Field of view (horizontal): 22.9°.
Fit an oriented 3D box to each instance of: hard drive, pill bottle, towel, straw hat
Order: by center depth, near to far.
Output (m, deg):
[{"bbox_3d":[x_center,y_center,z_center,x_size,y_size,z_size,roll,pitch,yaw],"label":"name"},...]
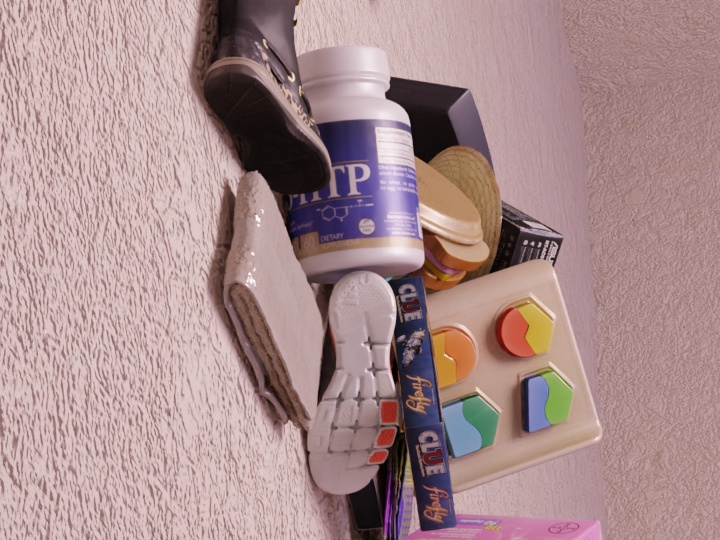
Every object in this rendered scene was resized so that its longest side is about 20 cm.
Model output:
[{"bbox_3d":[-0.072,0.029,1.465,0.133,0.034,0.200,-87,164,-44],"label":"towel"},{"bbox_3d":[-0.011,-0.095,1.605,0.120,0.120,0.200,26,57,-74],"label":"pill bottle"},{"bbox_3d":[0.039,0.256,1.729,0.144,0.023,0.200,58,36,-75],"label":"towel"},{"bbox_3d":[0.058,-0.044,1.906,0.085,0.201,0.201,9,68,-32],"label":"straw hat"},{"bbox_3d":[0.082,-0.125,2.005,0.042,0.135,0.200,-53,142,-35],"label":"hard drive"}]

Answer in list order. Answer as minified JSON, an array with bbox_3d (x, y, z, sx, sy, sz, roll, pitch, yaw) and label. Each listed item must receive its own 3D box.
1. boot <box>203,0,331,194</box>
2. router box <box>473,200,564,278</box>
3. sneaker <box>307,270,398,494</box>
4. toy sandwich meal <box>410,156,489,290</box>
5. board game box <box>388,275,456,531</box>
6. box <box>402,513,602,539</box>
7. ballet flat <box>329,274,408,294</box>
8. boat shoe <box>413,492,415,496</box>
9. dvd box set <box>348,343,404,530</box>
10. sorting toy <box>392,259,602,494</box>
[{"bbox_3d":[-0.074,-0.166,1.492,0.200,0.073,0.151,51,33,-55],"label":"boot"},{"bbox_3d":[0.128,0.025,1.919,0.150,0.062,0.200,36,-67,54],"label":"router box"},{"bbox_3d":[-0.004,0.100,1.593,0.082,0.077,0.200,-169,-91,-84],"label":"sneaker"},{"bbox_3d":[0.041,-0.062,1.780,0.070,0.205,0.205,-56,177,16],"label":"toy sandwich meal"},{"bbox_3d":[0.057,0.120,1.634,0.200,0.035,0.136,-95,177,-50],"label":"board game box"},{"bbox_3d":[0.101,0.299,1.598,0.200,0.176,0.097,-24,107,-52],"label":"box"},{"bbox_3d":[0.000,0.000,1.747,0.064,0.076,0.200,51,9,3],"label":"ballet flat"},{"bbox_3d":[0.074,0.194,1.905,0.200,0.072,0.060,-80,157,-69],"label":"boat shoe"},{"bbox_3d":[0.010,0.139,1.747,0.200,0.029,0.146,-71,152,-63],"label":"dvd box set"},{"bbox_3d":[0.139,0.107,1.806,0.036,0.185,0.200,169,-97,-79],"label":"sorting toy"}]
